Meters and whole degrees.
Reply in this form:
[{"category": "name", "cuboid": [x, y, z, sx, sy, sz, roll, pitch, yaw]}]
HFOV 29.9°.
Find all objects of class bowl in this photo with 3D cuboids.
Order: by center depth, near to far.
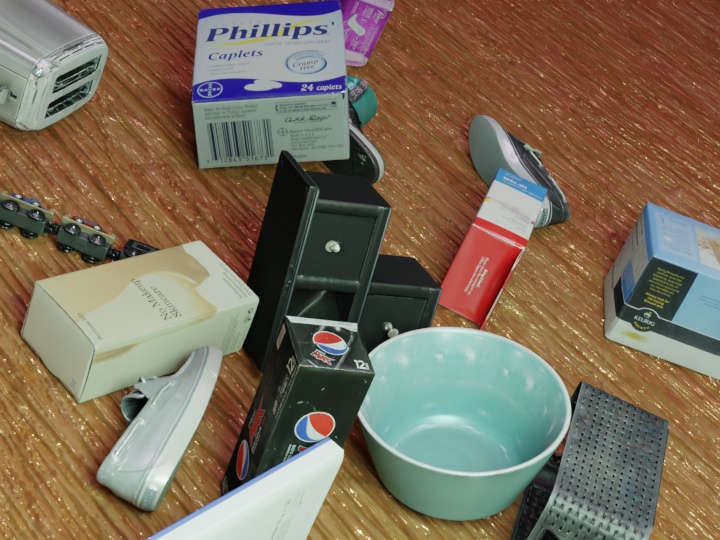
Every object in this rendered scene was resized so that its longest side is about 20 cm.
[{"category": "bowl", "cuboid": [0.087, 0.154, 1.253, 0.200, 0.105, 0.201, 4, 36, -3]}]

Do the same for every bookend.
[{"category": "bookend", "cuboid": [0.000, 0.000, 1.347, 0.199, 0.199, 0.092, 6, 24, -26]}]

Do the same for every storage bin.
[{"category": "storage bin", "cuboid": [0.205, 0.213, 1.231, 0.094, 0.135, 0.200, 25, 32, 3]}]

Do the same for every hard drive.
[{"category": "hard drive", "cuboid": [-0.102, 0.215, 1.044, 0.025, 0.132, 0.200, 39, 36, 22]}]

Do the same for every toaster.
[{"category": "toaster", "cuboid": [-0.383, -0.243, 1.560, 0.129, 0.114, 0.200, 32, 31, 7]}]

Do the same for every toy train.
[{"category": "toy train", "cuboid": [-0.286, -0.036, 1.388, 0.200, 0.034, 0.046, 22, 29, -3]}]

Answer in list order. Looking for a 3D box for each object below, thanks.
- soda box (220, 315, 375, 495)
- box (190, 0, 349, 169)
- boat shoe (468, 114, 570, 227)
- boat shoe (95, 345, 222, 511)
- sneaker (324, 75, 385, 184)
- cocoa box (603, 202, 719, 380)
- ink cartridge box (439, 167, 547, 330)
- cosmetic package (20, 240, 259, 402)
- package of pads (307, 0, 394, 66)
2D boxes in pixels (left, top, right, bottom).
[{"category": "soda box", "cuboid": [-0.056, 0.135, 1.126, 0.071, 0.200, 0.063, 8, 36, -23]}, {"category": "box", "cuboid": [-0.108, -0.228, 1.636, 0.183, 0.105, 0.200, -4, 43, -1]}, {"category": "boat shoe", "cuboid": [0.213, -0.135, 1.798, 0.068, 0.074, 0.199, -6, 42, -31]}, {"category": "boat shoe", "cuboid": [-0.176, 0.124, 1.189, 0.071, 0.070, 0.201, 25, 35, -3]}, {"category": "sneaker", "cuboid": [-0.013, -0.186, 1.734, 0.121, 0.084, 0.200, -25, 54, -38]}, {"category": "cocoa box", "cuboid": [0.410, 0.031, 1.626, 0.200, 0.131, 0.133, 20, 33, -4]}, {"category": "ink cartridge box", "cuboid": [0.148, -0.021, 1.555, 0.067, 0.116, 0.200, 26, 32, 4]}, {"category": "cosmetic package", "cuboid": [-0.207, 0.044, 1.285, 0.105, 0.071, 0.200, 41, 37, 26]}, {"category": "package of pads", "cuboid": [-0.018, -0.402, 2.001, 0.075, 0.121, 0.200, 15, 33, -22]}]
